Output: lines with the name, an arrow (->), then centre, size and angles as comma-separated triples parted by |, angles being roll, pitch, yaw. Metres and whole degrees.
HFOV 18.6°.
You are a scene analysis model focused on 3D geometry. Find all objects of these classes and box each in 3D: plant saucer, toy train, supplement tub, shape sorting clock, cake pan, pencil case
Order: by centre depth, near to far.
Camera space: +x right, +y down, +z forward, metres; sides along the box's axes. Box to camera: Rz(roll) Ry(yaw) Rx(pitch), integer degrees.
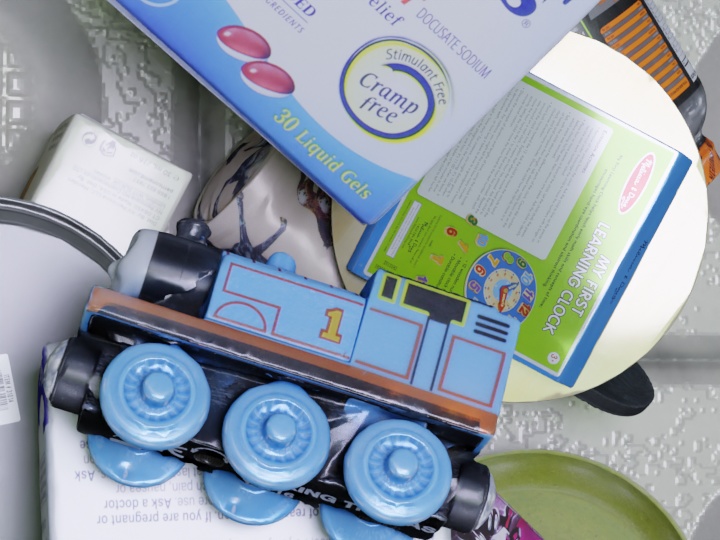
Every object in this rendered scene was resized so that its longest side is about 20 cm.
toy train -> -0.032, 0.048, 0.947 | 0.200, 0.087, 0.114 | 18, 66, -5
cake pan -> -0.185, 0.061, 1.078 | 0.200, 0.037, 0.200 | 1, 87, -14
shape sorting clock -> 0.084, -0.030, 1.168 | 0.200, 0.039, 0.200 | 0, 90, 5
pencil case -> 0.000, 0.000, 1.219 | 0.200, 0.078, 0.089 | 40, 59, -12
plant saucer -> 0.096, 0.200, 1.230 | 0.200, 0.031, 0.200 | -3, 76, 10
supplement tub -> 0.111, -0.118, 1.232 | 0.123, 0.123, 0.200 | -34, 98, -15

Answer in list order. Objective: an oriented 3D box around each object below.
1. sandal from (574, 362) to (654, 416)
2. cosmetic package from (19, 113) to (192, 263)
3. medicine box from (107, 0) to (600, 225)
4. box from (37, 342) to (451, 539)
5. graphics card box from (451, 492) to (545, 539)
sandal -> 0.094, -0.001, 1.211 | 0.200, 0.075, 0.048 | 47, 121, 1
cosmetic package -> -0.169, 0.024, 1.155 | 0.071, 0.105, 0.200 | 28, 80, -12
medicine box -> 0.009, -0.160, 1.063 | 0.182, 0.103, 0.200 | 42, 110, -10
box -> -0.055, 0.135, 1.020 | 0.184, 0.105, 0.200 | 0, 79, -11
graphics card box -> 0.042, 0.176, 1.139 | 0.200, 0.051, 0.125 | 46, 74, -21
